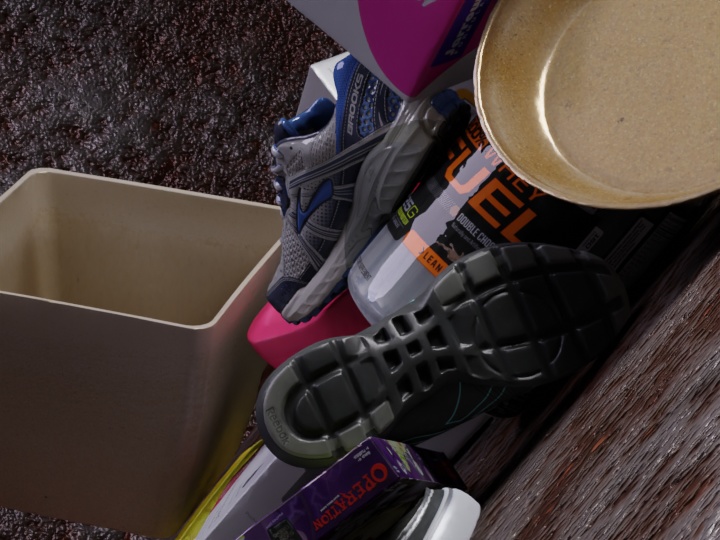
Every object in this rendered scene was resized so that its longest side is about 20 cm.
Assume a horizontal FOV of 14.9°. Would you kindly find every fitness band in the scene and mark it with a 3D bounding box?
[{"bbox_3d":[0.000,0.000,1.672,0.144,0.037,0.200,-52,12,-20],"label":"fitness band"}]

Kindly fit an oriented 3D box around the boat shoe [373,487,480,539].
[{"bbox_3d":[-0.017,0.170,1.264,0.200,0.057,0.069,-52,2,-23],"label":"boat shoe"}]

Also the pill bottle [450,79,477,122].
[{"bbox_3d":[0.095,-0.098,1.601,0.113,0.200,0.113,-50,2,3],"label":"pill bottle"}]

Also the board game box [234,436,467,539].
[{"bbox_3d":[-0.015,0.131,1.355,0.120,0.032,0.200,-34,-11,7],"label":"board game box"}]

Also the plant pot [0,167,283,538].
[{"bbox_3d":[-0.163,0.061,1.817,0.200,0.200,0.177,-53,-30,-61],"label":"plant pot"}]

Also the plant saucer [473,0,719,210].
[{"bbox_3d":[0.155,-0.105,1.353,0.200,0.200,0.035,-51,-39,-12],"label":"plant saucer"}]

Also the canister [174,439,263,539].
[{"bbox_3d":[-0.095,0.209,1.868,0.149,0.087,0.200,-52,1,-30],"label":"canister"}]

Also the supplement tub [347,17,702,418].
[{"bbox_3d":[0.097,-0.031,1.452,0.200,0.122,0.123,-50,2,10],"label":"supplement tub"}]

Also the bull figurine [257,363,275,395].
[{"bbox_3d":[0.026,0.038,1.765,0.200,0.121,0.065,-36,48,9],"label":"bull figurine"}]

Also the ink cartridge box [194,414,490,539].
[{"bbox_3d":[-0.003,0.108,1.662,0.200,0.083,0.145,-49,3,17],"label":"ink cartridge box"}]

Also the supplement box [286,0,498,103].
[{"bbox_3d":[0.066,-0.178,1.483,0.200,0.103,0.101,-24,-30,-49],"label":"supplement box"}]

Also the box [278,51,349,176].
[{"bbox_3d":[0.060,-0.100,1.899,0.200,0.098,0.124,-23,-28,-28],"label":"box"}]

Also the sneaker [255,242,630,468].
[{"bbox_3d":[0.038,0.043,1.374,0.200,0.075,0.079,-20,-12,-11],"label":"sneaker"}]

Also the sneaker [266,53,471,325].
[{"bbox_3d":[-0.012,-0.051,1.521,0.077,0.085,0.200,-42,-10,-46],"label":"sneaker"}]
